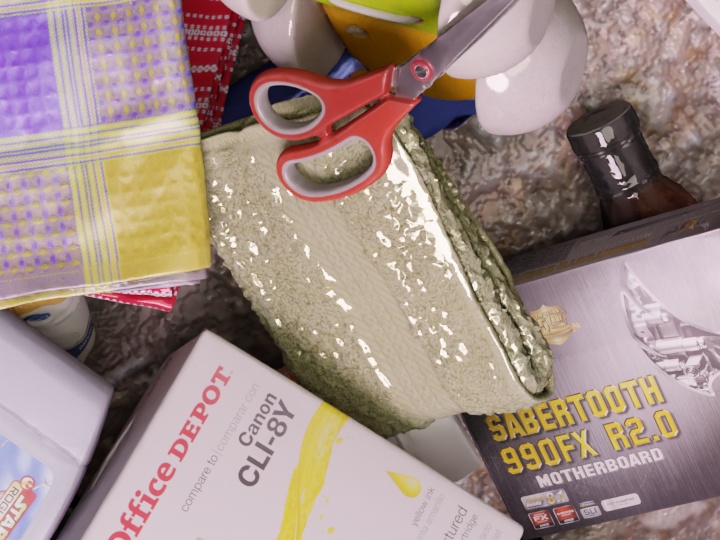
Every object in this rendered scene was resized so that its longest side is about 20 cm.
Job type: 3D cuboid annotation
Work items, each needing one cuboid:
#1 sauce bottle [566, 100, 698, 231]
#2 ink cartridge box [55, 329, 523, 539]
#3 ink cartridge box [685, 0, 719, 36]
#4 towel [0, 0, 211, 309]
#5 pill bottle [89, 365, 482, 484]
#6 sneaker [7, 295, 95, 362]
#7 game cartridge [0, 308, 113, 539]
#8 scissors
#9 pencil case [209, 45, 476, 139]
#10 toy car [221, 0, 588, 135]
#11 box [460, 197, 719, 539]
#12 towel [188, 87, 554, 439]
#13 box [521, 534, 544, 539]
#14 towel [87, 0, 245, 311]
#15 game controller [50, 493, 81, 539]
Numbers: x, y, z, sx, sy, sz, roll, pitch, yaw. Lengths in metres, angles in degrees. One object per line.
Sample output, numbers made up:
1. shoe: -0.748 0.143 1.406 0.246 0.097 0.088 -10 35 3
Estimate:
1. sauce bottle: 0.178 -0.002 1.413 0.066 0.066 0.200 -26 106 0
2. ink cartridge box: -0.041 0.146 1.269 0.200 0.083 0.145 32 69 -7
3. ink cartridge box: 0.287 -0.128 1.390 0.116 0.068 0.200 -45 106 6
4. towel: -0.152 -0.081 1.231 0.143 0.023 0.200 -5 95 1
5. pill bottle: -0.041 0.117 1.390 0.200 0.114 0.114 -30 107 1
6. sneaker: -0.241 0.031 1.348 0.200 0.075 0.088 1 144 19
7. game cartridge: -0.222 0.112 1.259 0.133 0.042 0.200 35 86 1
8. scissors: 0.027 -0.084 1.152 0.200 0.014 0.073 -19 108 39
9. pencil case: -0.013 -0.087 1.356 0.200 0.078 0.087 -28 115 1
10. toy car: 0.029 -0.165 1.226 0.175 0.200 0.150 17 80 20
11. box: 0.152 0.056 1.386 0.200 0.048 0.158 -16 111 27
12. towel: 0.000 0.000 1.261 0.148 0.036 0.200 -16 115 35
13. box: 0.029 0.238 1.414 0.200 0.148 0.107 -14 107 -3
14. towel: -0.146 -0.087 1.307 0.144 0.022 0.200 11 71 0
15. game controller: -0.211 0.174 1.349 0.200 0.042 0.104 -30 123 31
